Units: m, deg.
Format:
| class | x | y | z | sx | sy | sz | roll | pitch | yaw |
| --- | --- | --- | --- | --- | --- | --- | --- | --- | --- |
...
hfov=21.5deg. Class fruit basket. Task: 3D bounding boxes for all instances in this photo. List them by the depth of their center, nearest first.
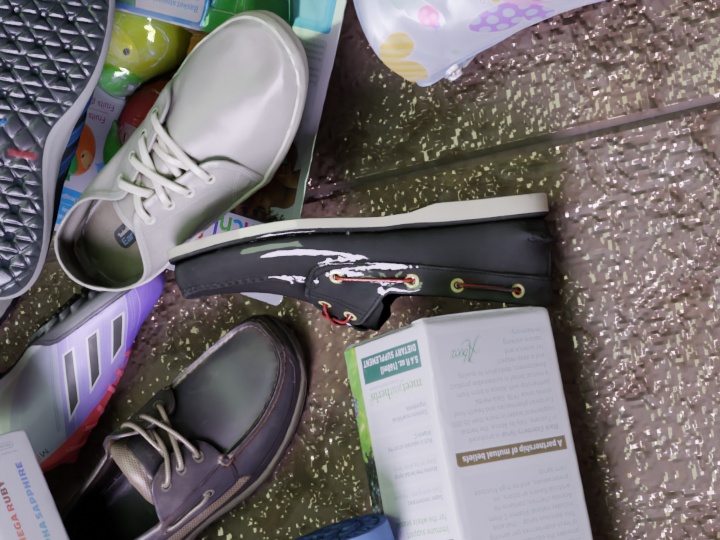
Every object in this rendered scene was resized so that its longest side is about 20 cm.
| class | x | y | z | sx | sy | sz | roll | pitch | yaw |
| --- | --- | --- | --- | --- | --- | --- | --- | --- | --- |
| fruit basket | -0.101 | -0.101 | 1.049 | 0.184 | 0.094 | 0.202 | 18 | 95 | 30 |

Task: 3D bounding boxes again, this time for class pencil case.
| class | x | y | z | sx | sy | sz | roll | pitch | yaw |
| --- | --- | --- | --- | --- | --- | --- | --- | --- | --- |
| pencil case | 0.090 | -0.163 | 0.944 | 0.199 | 0.083 | 0.091 | -19 | 83 | 29 |

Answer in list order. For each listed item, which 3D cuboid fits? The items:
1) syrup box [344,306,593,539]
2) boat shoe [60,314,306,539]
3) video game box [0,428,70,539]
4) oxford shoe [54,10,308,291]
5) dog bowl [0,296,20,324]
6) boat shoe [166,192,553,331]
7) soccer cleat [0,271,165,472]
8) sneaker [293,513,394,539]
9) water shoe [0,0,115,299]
| class | x | y | z | sx | sy | sz | roll | pitch | yaw |
| --- | --- | --- | --- | --- | --- | --- | --- | --- | --- |
| syrup box | 0.060 | 0.125 | 0.942 | 0.079 | 0.081 | 0.202 | -23 | 75 | 58 |
| boat shoe | -0.104 | 0.110 | 1.054 | 0.074 | 0.073 | 0.201 | 41 | 105 | 22 |
| video game box | -0.201 | 0.212 | 1.070 | 0.200 | 0.047 | 0.183 | -48 | 60 | 52 |
| oxford shoe | -0.096 | -0.054 | 0.990 | 0.075 | 0.058 | 0.200 | 49 | 122 | 7 |
| dog bowl | -0.296 | -0.042 | 1.181 | 0.199 | 0.074 | 0.202 | -1 | 88 | 32 |
| boat shoe | 0.000 | 0.000 | 0.970 | 0.199 | 0.074 | 0.064 | -4 | 89 | 5 |
| soccer cleat | -0.174 | 0.070 | 1.118 | 0.200 | 0.068 | 0.073 | -43 | 96 | 15 |
| sneaker | -0.035 | 0.182 | 0.976 | 0.200 | 0.070 | 0.078 | -31 | 80 | 53 |
| water shoe | -0.185 | -0.087 | 1.031 | 0.071 | 0.079 | 0.202 | 17 | 98 | -10 |
